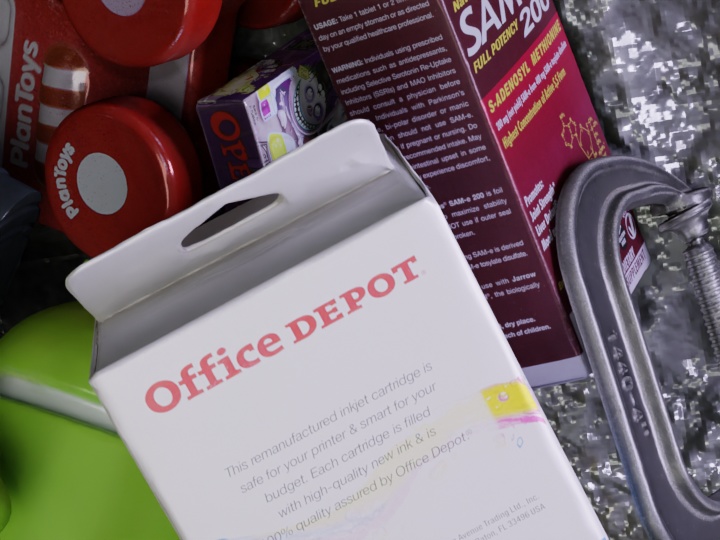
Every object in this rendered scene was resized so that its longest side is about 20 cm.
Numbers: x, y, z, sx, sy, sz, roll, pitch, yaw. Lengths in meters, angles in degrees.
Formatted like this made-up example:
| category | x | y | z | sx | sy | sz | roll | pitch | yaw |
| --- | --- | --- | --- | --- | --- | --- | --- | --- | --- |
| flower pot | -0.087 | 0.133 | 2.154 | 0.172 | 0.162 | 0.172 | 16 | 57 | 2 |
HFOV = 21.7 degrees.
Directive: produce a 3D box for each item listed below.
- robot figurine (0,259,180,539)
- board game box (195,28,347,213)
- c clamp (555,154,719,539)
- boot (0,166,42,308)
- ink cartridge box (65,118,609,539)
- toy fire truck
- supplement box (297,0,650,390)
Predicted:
| category | x | y | z | sx | sy | sz | roll | pitch | yaw |
| --- | --- | --- | --- | --- | --- | --- | --- | --- | --- |
| robot figurine | -0.117 | 0.103 | 0.767 | 0.115 | 0.175 | 0.201 | 8 | 74 | 45 |
| board game box | 0.000 | 0.000 | 0.783 | 0.032 | 0.120 | 0.201 | -1 | 116 | 30 |
| c clamp | 0.142 | 0.042 | 0.779 | 0.027 | 0.171 | 0.201 | -17 | 96 | 40 |
| boot | -0.234 | 0.002 | 0.770 | 0.162 | 0.073 | 0.199 | 29 | 107 | 8 |
| ink cartridge box | -0.006 | 0.052 | 0.671 | 0.128 | 0.125 | 0.201 | -27 | 105 | 0 |
| toy fire truck | -0.111 | -0.103 | 0.784 | 0.167 | 0.112 | 0.201 | 19 | 115 | 24 |
| supplement box | 0.047 | -0.063 | 0.754 | 0.061 | 0.109 | 0.201 | -14 | 110 | 29 |
